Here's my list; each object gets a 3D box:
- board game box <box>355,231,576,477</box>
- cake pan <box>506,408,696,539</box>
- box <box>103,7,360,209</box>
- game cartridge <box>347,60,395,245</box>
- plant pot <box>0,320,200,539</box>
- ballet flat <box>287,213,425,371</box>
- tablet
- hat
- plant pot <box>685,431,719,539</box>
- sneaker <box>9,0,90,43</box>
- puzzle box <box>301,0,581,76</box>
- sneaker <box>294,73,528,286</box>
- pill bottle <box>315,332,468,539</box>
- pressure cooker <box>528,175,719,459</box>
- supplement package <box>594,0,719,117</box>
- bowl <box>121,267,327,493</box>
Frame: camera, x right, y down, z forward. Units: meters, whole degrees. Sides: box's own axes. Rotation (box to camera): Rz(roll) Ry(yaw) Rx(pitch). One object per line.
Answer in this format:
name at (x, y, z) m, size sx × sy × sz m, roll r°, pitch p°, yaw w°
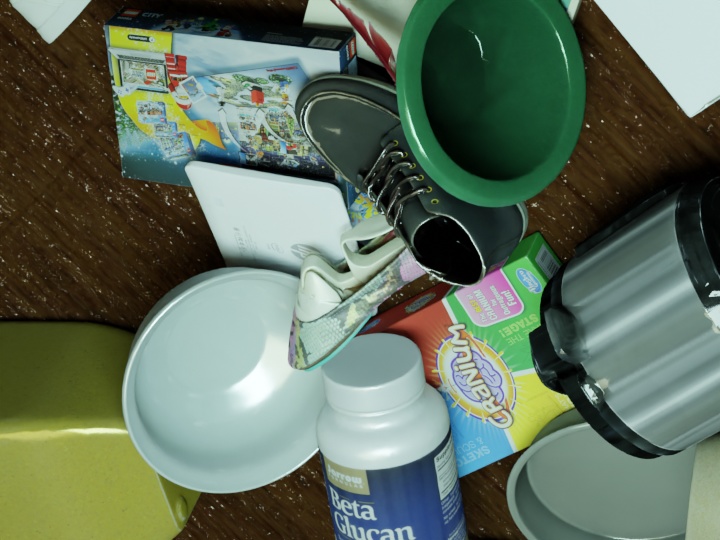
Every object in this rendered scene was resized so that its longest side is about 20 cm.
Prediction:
board game box at (0.108, 0.075, 1.758) m, size 0.200 × 0.040 × 0.153 m, roll -29°, pitch 107°, yaw 34°
cake pan at (0.221, 0.179, 1.752) m, size 0.199 × 0.037 × 0.201 m, roll 6°, pitch 135°, yaw 6°
box at (-0.098, -0.128, 1.674) m, size 0.199 × 0.038 × 0.137 m, roll 9°, pitch 124°, yaw 19°
game cartridge at (0.009, -0.087, 1.701) m, size 0.200 × 0.041 × 0.134 m, roll 31°, pitch 131°, yaw 1°
plant pot at (-0.244, 0.160, 1.873) m, size 0.199 × 0.194 × 0.196 m, roll -9°, pitch 117°, yaw 20°
ballet flat at (0.000, 0.000, 1.676) m, size 0.200 × 0.069 × 0.071 m, roll -38°, pitch 124°, yaw 22°
tablet at (-0.061, -0.023, 1.727) m, size 0.130 × 0.014 × 0.200 m, roll 10°, pitch 153°, yaw 16°
hat at (0.051, -0.148, 1.600) m, size 0.176 × 0.165 × 0.201 m, roll 4°, pitch 104°, yaw 59°
plant pot at (0.351, 0.184, 1.622) m, size 0.199 × 0.188 × 0.188 m, roll 7°, pitch 123°, yaw 11°
sneaker at (-0.231, -0.273, 1.657) m, size 0.116 × 0.074 × 0.200 m, roll 42°, pitch 128°, yaw -11°
puzzle box at (0.062, -0.201, 1.611) m, size 0.199 × 0.025 × 0.133 m, roll 23°, pitch 126°, yaw 7°
sneaker at (0.028, -0.070, 1.563) m, size 0.200 × 0.106 × 0.075 m, roll 33°, pitch 116°, yaw 5°
pill bottle at (0.023, 0.157, 1.750) m, size 0.111 × 0.111 × 0.201 m, roll 2°, pitch 121°, yaw 21°
pressure cooker at (0.230, 0.044, 1.603) m, size 0.176 × 0.179 × 0.200 m, roll 46°, pitch 126°, yaw -13°
supplement package at (0.264, -0.233, 1.454) m, size 0.200 × 0.111 × 0.156 m, roll -33°, pitch 104°, yaw 34°
bowl at (-0.112, 0.076, 1.775) m, size 0.200 × 0.090 × 0.202 m, roll -9°, pitch 116°, yaw -18°
